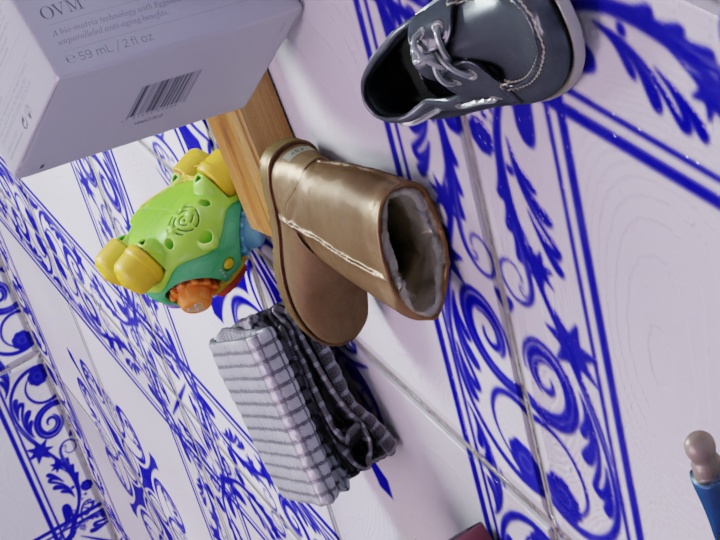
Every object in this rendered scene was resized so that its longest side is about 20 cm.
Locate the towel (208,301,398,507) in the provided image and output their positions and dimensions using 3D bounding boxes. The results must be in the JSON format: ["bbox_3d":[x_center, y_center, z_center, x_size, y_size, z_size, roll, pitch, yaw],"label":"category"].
[{"bbox_3d":[-0.053,0.108,1.530,0.167,0.085,0.200,64,164,-2],"label":"towel"}]

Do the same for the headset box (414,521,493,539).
[{"bbox_3d":[0.097,0.299,1.385,0.201,0.075,0.149,57,163,17],"label":"headset box"}]

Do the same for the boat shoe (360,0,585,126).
[{"bbox_3d":[0.054,-0.109,0.920,0.073,0.061,0.200,64,163,-7],"label":"boat shoe"}]

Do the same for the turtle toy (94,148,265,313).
[{"bbox_3d":[-0.152,-0.025,1.552,0.101,0.146,0.200,44,169,-18],"label":"turtle toy"}]

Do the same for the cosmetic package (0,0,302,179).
[{"bbox_3d":[-0.183,-0.200,1.200,0.201,0.198,0.123,57,143,15],"label":"cosmetic package"}]

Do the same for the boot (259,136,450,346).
[{"bbox_3d":[0.000,0.000,1.239,0.200,0.066,0.177,29,143,59],"label":"boot"}]

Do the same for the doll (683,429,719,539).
[{"bbox_3d":[0.206,0.130,0.862,0.136,0.048,0.201,45,164,21],"label":"doll"}]

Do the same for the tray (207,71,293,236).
[{"bbox_3d":[-0.092,-0.121,1.372,0.098,0.037,0.202,23,136,64],"label":"tray"}]
